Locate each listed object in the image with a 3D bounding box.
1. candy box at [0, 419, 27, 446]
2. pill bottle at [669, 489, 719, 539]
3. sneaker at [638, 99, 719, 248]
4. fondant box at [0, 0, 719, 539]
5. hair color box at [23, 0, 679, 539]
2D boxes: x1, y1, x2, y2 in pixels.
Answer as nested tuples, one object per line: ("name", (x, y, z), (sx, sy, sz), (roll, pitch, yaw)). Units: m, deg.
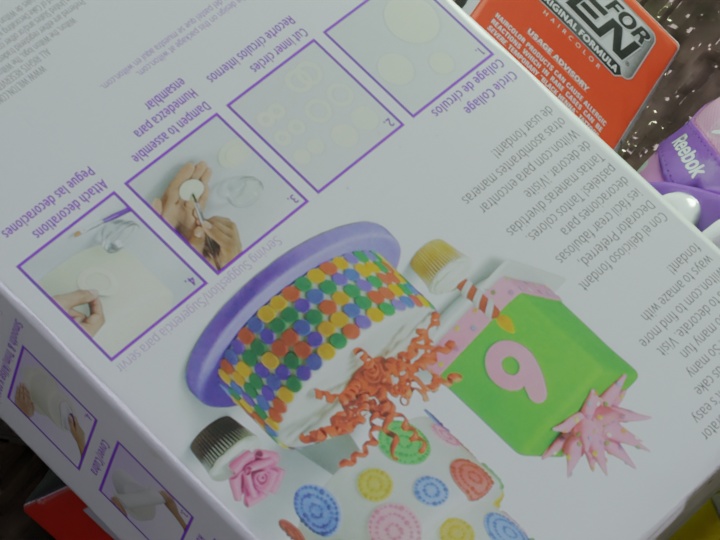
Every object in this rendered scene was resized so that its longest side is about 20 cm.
("candy box", (-0.106, -0.018, 0.876), (0.200, 0.061, 0.136), (9, 61, 17))
("pill bottle", (0.051, 0.111, 0.732), (0.200, 0.109, 0.109), (-21, 57, -1))
("sneaker", (0.157, 0.004, 0.790), (0.200, 0.081, 0.088), (23, 58, 25))
("fondant box", (-0.010, 0.005, 0.660), (0.200, 0.058, 0.144), (44, 59, 11))
("hair color box", (0.000, 0.000, 0.767), (0.061, 0.101, 0.200), (44, 55, -13))
